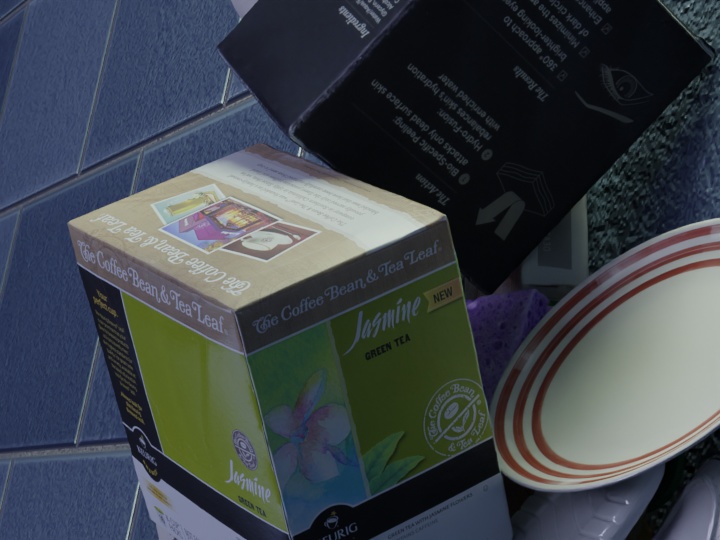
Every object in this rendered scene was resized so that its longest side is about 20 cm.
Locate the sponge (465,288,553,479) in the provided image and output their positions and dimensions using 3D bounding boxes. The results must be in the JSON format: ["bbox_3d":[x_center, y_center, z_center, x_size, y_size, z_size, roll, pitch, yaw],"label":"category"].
[{"bbox_3d":[0.039,0.105,1.280,0.111,0.030,0.200,-6,54,46],"label":"sponge"}]

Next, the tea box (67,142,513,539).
[{"bbox_3d":[-0.039,0.058,1.182,0.200,0.133,0.197,25,134,55],"label":"tea box"}]

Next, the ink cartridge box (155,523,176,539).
[{"bbox_3d":[-0.048,0.115,1.507,0.200,0.146,0.083,-56,42,48],"label":"ink cartridge box"}]

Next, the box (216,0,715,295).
[{"bbox_3d":[0.061,-0.126,1.274,0.200,0.197,0.117,-47,42,6],"label":"box"}]

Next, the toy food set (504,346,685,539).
[{"bbox_3d":[0.123,0.123,1.257,0.200,0.049,0.198,8,82,69],"label":"toy food set"}]

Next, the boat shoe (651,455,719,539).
[{"bbox_3d":[0.147,0.186,1.128,0.200,0.066,0.072,-69,23,12],"label":"boat shoe"}]

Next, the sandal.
[{"bbox_3d":[0.096,0.172,1.164,0.203,0.050,0.082,-50,26,9],"label":"sandal"}]

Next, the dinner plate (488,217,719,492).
[{"bbox_3d":[0.155,0.047,1.165,0.200,0.024,0.200,-32,27,18],"label":"dinner plate"}]

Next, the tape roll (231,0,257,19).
[{"bbox_3d":[0.010,-0.221,1.564,0.203,0.202,0.139,-68,23,14],"label":"tape roll"}]

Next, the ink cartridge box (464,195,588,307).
[{"bbox_3d":[0.102,-0.008,1.429,0.200,0.050,0.161,106,168,-58],"label":"ink cartridge box"}]

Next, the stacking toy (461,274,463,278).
[{"bbox_3d":[0.000,0.000,1.417,0.146,0.200,0.147,8,104,36],"label":"stacking toy"}]
